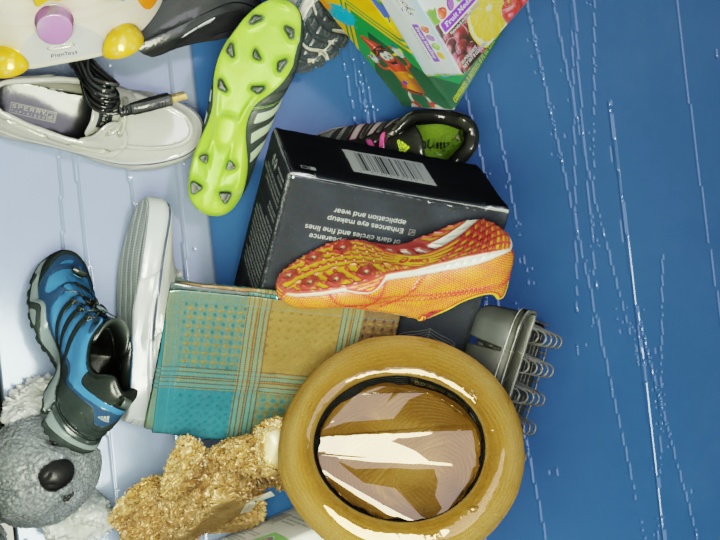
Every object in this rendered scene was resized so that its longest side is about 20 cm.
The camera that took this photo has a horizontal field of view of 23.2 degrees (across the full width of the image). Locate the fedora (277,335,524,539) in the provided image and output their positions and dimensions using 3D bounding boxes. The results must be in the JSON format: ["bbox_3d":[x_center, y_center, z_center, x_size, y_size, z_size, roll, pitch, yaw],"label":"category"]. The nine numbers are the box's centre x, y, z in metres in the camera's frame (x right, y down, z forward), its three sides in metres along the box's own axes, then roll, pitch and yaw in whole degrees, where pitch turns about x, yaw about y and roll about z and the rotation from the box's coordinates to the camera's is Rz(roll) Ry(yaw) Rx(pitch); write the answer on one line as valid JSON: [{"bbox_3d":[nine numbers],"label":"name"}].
[{"bbox_3d":[0.033,0.151,1.443,0.200,0.082,0.201,0,74,1],"label":"fedora"}]

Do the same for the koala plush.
[{"bbox_3d":[-0.303,0.178,1.467,0.200,0.184,0.178,-23,95,-38],"label":"koala plush"}]

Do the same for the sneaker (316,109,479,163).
[{"bbox_3d":[0.023,-0.106,1.599,0.199,0.087,0.074,-15,91,-17],"label":"sneaker"}]

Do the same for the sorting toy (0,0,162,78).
[{"bbox_3d":[-0.265,-0.262,1.446,0.199,0.180,0.107,-11,53,-2],"label":"sorting toy"}]

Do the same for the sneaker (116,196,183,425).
[{"bbox_3d":[-0.174,0.036,1.549,0.071,0.073,0.201,2,95,-25],"label":"sneaker"}]

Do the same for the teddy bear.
[{"bbox_3d":[-0.120,0.178,1.497,0.145,0.200,0.067,9,51,-45],"label":"teddy bear"}]

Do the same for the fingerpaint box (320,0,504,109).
[{"bbox_3d":[0.069,-0.275,1.583,0.167,0.073,0.200,49,64,-37],"label":"fingerpaint box"}]

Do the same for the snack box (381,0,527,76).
[{"bbox_3d":[0.065,-0.285,1.493,0.142,0.053,0.200,-50,123,-26],"label":"snack box"}]

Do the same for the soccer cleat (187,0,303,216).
[{"bbox_3d":[-0.103,-0.145,1.553,0.067,0.081,0.201,22,97,1],"label":"soccer cleat"}]

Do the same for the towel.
[{"bbox_3d":[-0.075,0.082,1.482,0.199,0.022,0.147,6,116,-16],"label":"towel"}]

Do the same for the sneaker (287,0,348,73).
[{"bbox_3d":[-0.042,-0.274,1.600,0.086,0.078,0.201,15,78,29],"label":"sneaker"}]

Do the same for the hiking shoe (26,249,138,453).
[{"bbox_3d":[-0.225,0.056,1.480,0.074,0.087,0.200,27,36,-43],"label":"hiking shoe"}]

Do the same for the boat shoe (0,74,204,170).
[{"bbox_3d":[-0.231,-0.135,1.537,0.199,0.066,0.072,13,83,-15],"label":"boat shoe"}]

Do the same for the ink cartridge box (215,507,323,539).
[{"bbox_3d":[-0.017,0.244,1.535,0.199,0.145,0.084,-21,93,-16],"label":"ink cartridge box"}]

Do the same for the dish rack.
[{"bbox_3d":[0.133,0.109,1.570,0.054,0.200,0.154,19,91,24],"label":"dish rack"}]

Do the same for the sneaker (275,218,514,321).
[{"bbox_3d":[0.030,0.013,1.444,0.199,0.073,0.077,-6,126,-6],"label":"sneaker"}]

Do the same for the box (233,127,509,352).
[{"bbox_3d":[0.000,0.000,1.534,0.196,0.118,0.201,10,111,-16],"label":"box"}]

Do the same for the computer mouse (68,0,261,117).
[{"bbox_3d":[-0.166,-0.207,1.533,0.199,0.046,0.141,-16,57,-21],"label":"computer mouse"}]
